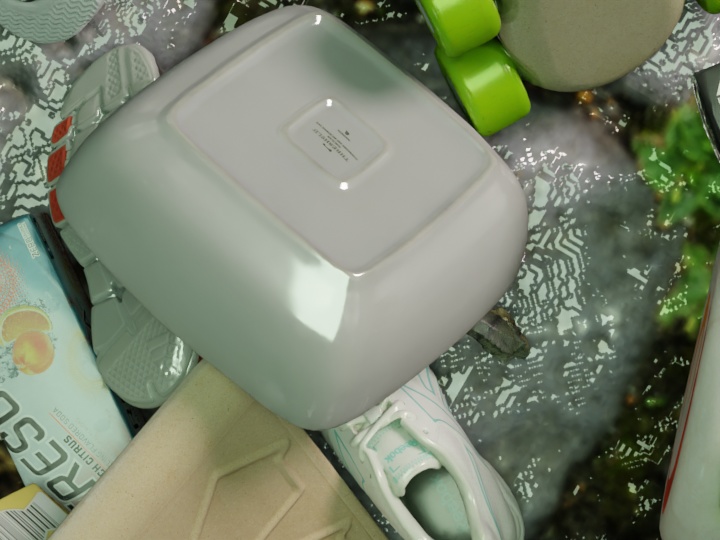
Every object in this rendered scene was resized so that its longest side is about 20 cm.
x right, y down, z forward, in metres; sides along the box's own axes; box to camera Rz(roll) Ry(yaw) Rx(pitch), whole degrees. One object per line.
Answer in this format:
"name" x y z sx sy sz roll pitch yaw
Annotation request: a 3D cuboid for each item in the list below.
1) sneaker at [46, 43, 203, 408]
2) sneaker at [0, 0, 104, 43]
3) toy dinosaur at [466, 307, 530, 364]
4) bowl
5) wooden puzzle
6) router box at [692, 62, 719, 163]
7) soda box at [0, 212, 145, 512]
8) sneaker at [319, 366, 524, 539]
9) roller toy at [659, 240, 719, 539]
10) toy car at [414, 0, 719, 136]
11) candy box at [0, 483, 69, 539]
"sneaker" -0.106 -0.017 1.500 0.077 0.082 0.201 -19 68 29
"sneaker" -0.144 -0.221 1.492 0.075 0.115 0.201 15 126 4
"toy dinosaur" 0.000 0.000 1.472 0.199 0.048 0.088 7 48 -24
"bowl" -0.024 -0.042 1.421 0.200 0.075 0.200 41 48 13
"wooden puzzle" -0.081 0.162 1.446 0.185 0.046 0.200 -50 130 -15
"router box" 0.271 -0.102 1.410 0.199 0.150 0.062 -21 87 15
"soda box" -0.152 0.072 1.495 0.063 0.068 0.201 -26 90 3
"sneaker" 0.016 0.077 1.482 0.070 0.080 0.200 -39 87 5
"roller toy" 0.231 0.064 1.416 0.139 0.183 0.201 12 68 5
"toy car" 0.081 -0.202 1.468 0.164 0.158 0.200 -28 61 -1
"candy box" -0.224 0.198 1.415 0.056 0.200 0.117 35 135 33
